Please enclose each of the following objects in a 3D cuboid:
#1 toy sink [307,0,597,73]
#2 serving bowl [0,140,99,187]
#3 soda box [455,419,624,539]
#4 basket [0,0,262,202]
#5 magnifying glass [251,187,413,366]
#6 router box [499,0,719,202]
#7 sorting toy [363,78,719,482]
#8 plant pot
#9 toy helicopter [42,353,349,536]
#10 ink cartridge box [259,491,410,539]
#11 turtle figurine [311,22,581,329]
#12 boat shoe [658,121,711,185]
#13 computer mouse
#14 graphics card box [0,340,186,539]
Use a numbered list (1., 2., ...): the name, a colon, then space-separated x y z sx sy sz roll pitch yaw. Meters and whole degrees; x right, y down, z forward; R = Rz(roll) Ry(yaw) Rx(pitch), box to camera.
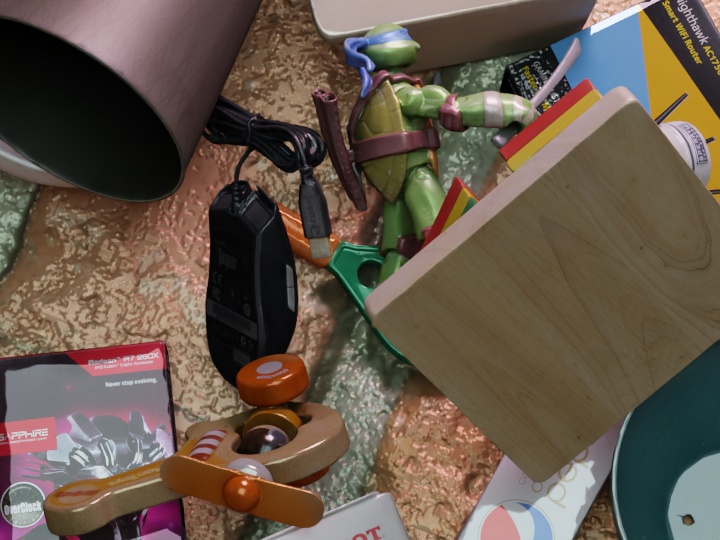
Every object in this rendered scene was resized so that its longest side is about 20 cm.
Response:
1. toy sink: 0.049 -0.216 1.672 0.199 0.112 0.131 -12 76 -10
2. serving bowl: -0.207 -0.140 1.656 0.199 0.066 0.201 8 63 -16
3. soda box: 0.116 0.153 1.602 0.068 0.064 0.201 29 77 6
4. basket: -0.144 -0.168 1.580 0.180 0.136 0.200 30 55 6
5. magnifying glass: 0.000 0.000 1.662 0.199 0.022 0.080 30 77 4
6. router box: 0.206 -0.079 1.669 0.149 0.051 0.201 -26 77 -9
7. sorting toy: 0.121 0.000 1.469 0.199 0.200 0.070 -40 41 6
8. plant pot: 0.254 0.151 1.569 0.199 0.135 0.201 0 76 -1
9. toy helicopter: -0.102 0.132 1.531 0.199 0.132 0.079 -17 112 -9
10. ink cartridge box: -0.016 0.260 1.536 0.145 0.083 0.201 -21 84 -18
11. turtle figurine: 0.065 -0.061 1.579 0.143 0.200 0.195 -5 83 30
12. boat shoe: 0.141 -0.022 1.575 0.086 0.202 0.075 -11 67 -36
13. computer mouse: -0.051 -0.012 1.589 0.046 0.140 0.201 -12 107 -34
14. graphics card box: -0.179 0.151 1.602 0.125 0.051 0.201 -5 77 -4
